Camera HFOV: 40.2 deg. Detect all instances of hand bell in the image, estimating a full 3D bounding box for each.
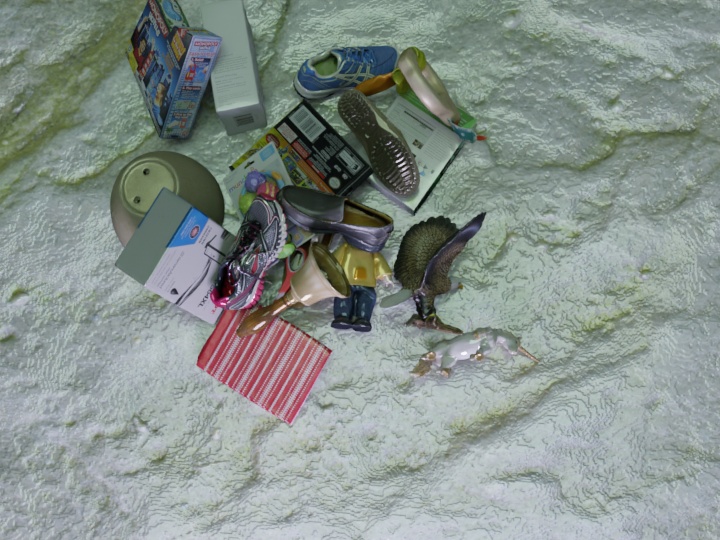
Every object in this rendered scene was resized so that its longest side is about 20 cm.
[{"bbox_3d":[-0.123,0.052,1.593,0.199,0.104,0.105,-35,77,16],"label":"hand bell"}]

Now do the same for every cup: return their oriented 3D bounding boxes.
[{"bbox_3d":[-0.339,-0.119,1.654,0.196,0.143,0.204,-1,77,3],"label":"cup"}]

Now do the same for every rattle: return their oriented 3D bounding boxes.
[{"bbox_3d":[0.100,-0.264,1.671,0.142,0.130,0.201,-36,104,5],"label":"rattle"}]

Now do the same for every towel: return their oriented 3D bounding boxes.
[{"bbox_3d":[-0.162,0.143,1.637,0.198,0.022,0.146,31,92,8],"label":"towel"}]

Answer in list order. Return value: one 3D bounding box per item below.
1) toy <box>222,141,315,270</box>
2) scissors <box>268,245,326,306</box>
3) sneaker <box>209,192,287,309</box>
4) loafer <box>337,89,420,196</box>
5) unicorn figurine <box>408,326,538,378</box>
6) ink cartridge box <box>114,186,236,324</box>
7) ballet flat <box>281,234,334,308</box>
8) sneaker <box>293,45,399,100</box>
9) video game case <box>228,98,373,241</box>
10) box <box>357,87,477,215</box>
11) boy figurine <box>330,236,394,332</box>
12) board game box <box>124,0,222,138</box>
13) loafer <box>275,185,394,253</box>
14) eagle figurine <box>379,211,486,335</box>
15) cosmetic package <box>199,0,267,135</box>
[{"bbox_3d":[-0.162,-0.112,1.631,0.114,0.047,0.202,-34,65,15],"label":"toy"},{"bbox_3d":[-0.126,0.049,1.642,0.072,0.014,0.202,31,101,2],"label":"scissors"},{"bbox_3d":[-0.177,-0.026,1.568,0.080,0.074,0.203,29,109,32],"label":"sneaker"},{"bbox_3d":[0.039,-0.219,1.662,0.075,0.068,0.202,-32,93,20],"label":"loafer"},{"bbox_3d":[0.182,0.126,1.596,0.196,0.137,0.075,-4,93,16],"label":"unicorn figurine"},{"bbox_3d":[-0.277,-0.020,1.588,0.084,0.200,0.147,28,85,32],"label":"ink cartridge box"},{"bbox_3d":[-0.085,-0.036,1.665,0.068,0.063,0.203,19,79,5],"label":"ballet flat"},{"bbox_3d":[-0.018,-0.353,1.715,0.197,0.077,0.077,-21,76,-17],"label":"sneaker"},{"bbox_3d":[-0.103,-0.172,1.680,0.180,0.026,0.200,-42,62,-2],"label":"video game case"},{"bbox_3d":[0.092,-0.217,1.712,0.143,0.036,0.201,35,82,9],"label":"box"},{"bbox_3d":[0.000,0.000,1.648,0.122,0.064,0.204,10,77,-8],"label":"boy figurine"},{"bbox_3d":[-0.316,-0.368,1.685,0.061,0.200,0.202,-6,61,-40],"label":"board game box"},{"bbox_3d":[-0.038,-0.097,1.580,0.197,0.072,0.074,18,57,-14],"label":"loafer"},{"bbox_3d":[0.123,-0.003,1.620,0.149,0.151,0.204,8,88,18],"label":"eagle figurine"},{"bbox_3d":[-0.220,-0.356,1.718,0.080,0.113,0.204,-12,76,-1],"label":"cosmetic package"}]
